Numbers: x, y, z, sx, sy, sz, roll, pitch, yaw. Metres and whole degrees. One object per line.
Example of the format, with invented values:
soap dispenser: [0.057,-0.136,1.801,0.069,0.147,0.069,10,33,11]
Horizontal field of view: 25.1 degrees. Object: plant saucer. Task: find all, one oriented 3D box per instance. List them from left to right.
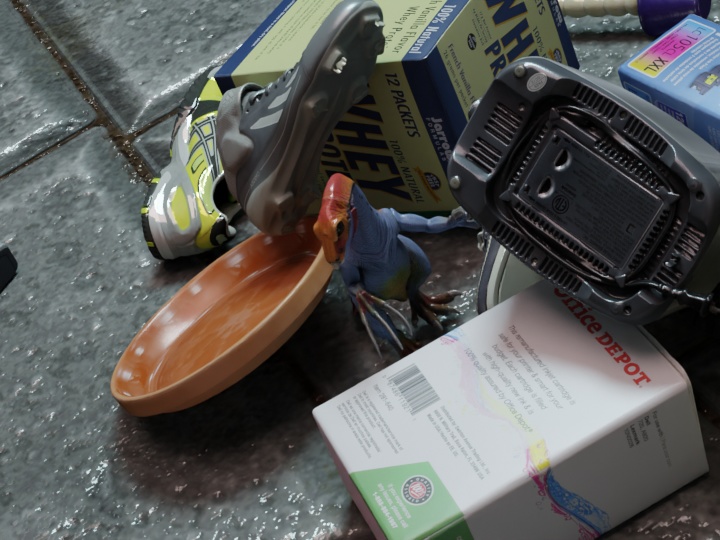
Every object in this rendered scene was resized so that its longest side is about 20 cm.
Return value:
plant saucer: [-0.094,0.035,1.172,0.199,0.032,0.201,-33,20,13]

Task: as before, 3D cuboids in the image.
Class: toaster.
toaster: [0.159,-0.045,0.986,0.199,0.129,0.114,37,109,22]

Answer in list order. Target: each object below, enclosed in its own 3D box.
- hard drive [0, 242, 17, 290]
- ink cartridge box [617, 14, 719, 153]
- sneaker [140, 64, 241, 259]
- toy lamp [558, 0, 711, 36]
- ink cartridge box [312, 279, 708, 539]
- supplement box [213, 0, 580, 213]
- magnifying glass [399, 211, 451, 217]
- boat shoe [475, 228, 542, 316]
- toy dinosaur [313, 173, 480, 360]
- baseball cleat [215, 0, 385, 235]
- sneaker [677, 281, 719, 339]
hard drive: [-0.410,0.022,1.403,0.198,0.033,0.140,8,48,35]
ink cartridge box: [0.272,-0.070,1.058,0.076,0.137,0.200,-39,39,-14]
sneaker: [-0.119,-0.089,1.355,0.076,0.076,0.202,0,54,18]
toy lamp: [0.192,-0.222,1.346,0.198,0.059,0.058,3,45,31]
ink cartridge box: [0.091,0.104,0.993,0.199,0.084,0.145,-29,38,-6]
supplement box: [0.033,-0.156,1.266,0.198,0.135,0.200,0,39,36]
magnifying glass: [0.048,-0.056,1.260,0.198,0.023,0.080,-21,37,1]
boat shoe: [0.118,-0.021,1.152,0.062,0.073,0.201,-18,31,40]
toy dinosaur: [0.000,0.000,1.079,0.199,0.182,0.105,8,57,45]
baseball cleat: [-0.054,-0.123,1.154,0.069,0.201,0.106,-11,46,-48]
sneaker: [0.215,-0.019,1.081,0.199,0.087,0.076,32,106,24]
